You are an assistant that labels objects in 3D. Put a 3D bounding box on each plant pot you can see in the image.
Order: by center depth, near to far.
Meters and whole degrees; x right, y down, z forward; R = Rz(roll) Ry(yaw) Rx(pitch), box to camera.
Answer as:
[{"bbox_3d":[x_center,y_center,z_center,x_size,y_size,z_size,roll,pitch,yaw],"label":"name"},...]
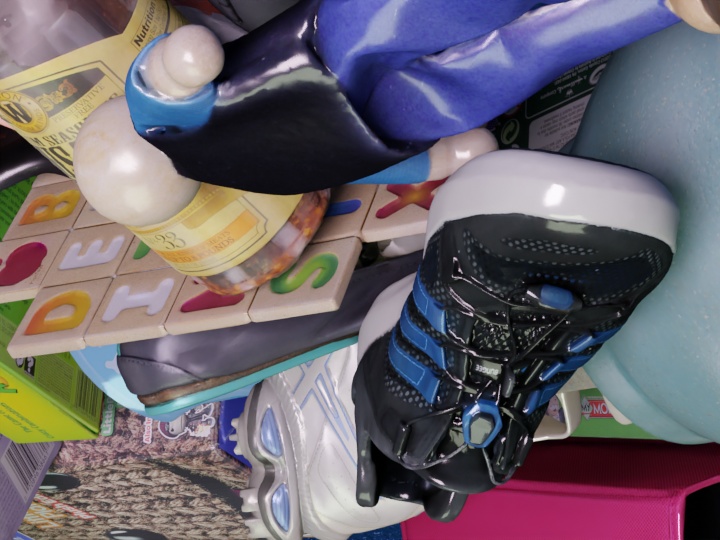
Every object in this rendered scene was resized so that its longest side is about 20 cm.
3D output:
[{"bbox_3d":[0.145,-0.017,0.684,0.200,0.201,0.134,22,144,-38],"label":"plant pot"}]

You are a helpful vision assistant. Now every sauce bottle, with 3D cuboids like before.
[{"bbox_3d":[-0.091,-0.069,0.635,0.066,0.066,0.200,-16,135,39],"label":"sauce bottle"}]

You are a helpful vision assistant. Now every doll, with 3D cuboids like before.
[{"bbox_3d":[0.001,-0.052,0.561,0.200,0.049,0.136,-20,159,30],"label":"doll"}]

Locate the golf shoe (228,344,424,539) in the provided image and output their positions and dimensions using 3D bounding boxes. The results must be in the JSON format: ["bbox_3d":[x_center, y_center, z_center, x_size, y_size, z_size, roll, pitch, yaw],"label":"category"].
[{"bbox_3d":[-0.012,0.014,0.850,0.097,0.201,0.078,-8,-165,13],"label":"golf shoe"}]

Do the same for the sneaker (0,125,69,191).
[{"bbox_3d":[-0.178,-0.063,0.775,0.199,0.090,0.078,-1,157,9],"label":"sneaker"}]

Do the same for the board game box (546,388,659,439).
[{"bbox_3d":[0.177,0.056,0.970,0.134,0.029,0.200,-8,-179,-30],"label":"board game box"}]

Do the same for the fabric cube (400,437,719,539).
[{"bbox_3d":[0.157,0.171,0.945,0.200,0.197,0.199,-10,-176,-36],"label":"fabric cube"}]

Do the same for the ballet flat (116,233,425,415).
[{"bbox_3d":[0.000,0.000,0.777,0.199,0.073,0.073,-14,164,-22],"label":"ballet flat"}]

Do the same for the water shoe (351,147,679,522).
[{"bbox_3d":[0.045,0.028,0.621,0.071,0.079,0.200,10,160,-8],"label":"water shoe"}]

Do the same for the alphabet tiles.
[{"bbox_3d":[-0.046,-0.034,0.750,0.199,0.167,0.006,-9,128,27],"label":"alphabet tiles"}]

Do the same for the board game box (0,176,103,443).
[{"bbox_3d":[-0.176,-0.002,0.906,0.047,0.102,0.200,-6,156,19],"label":"board game box"}]

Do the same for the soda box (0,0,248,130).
[{"bbox_3d":[-0.117,-0.091,0.689,0.200,0.064,0.068,21,112,-31],"label":"soda box"}]

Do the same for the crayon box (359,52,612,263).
[{"bbox_3d":[0.102,-0.022,0.878,0.172,0.058,0.200,19,153,-34],"label":"crayon box"}]

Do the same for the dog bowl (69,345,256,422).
[{"bbox_3d":[-0.048,0.021,0.947,0.200,0.112,0.050,21,138,-35],"label":"dog bowl"}]

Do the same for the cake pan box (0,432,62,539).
[{"bbox_3d":[-0.222,0.078,0.925,0.052,0.200,0.184,-4,130,24],"label":"cake pan box"}]

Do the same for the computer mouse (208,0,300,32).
[{"bbox_3d":[-0.062,-0.115,0.649,0.140,0.046,0.200,28,-176,17],"label":"computer mouse"}]

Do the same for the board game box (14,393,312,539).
[{"bbox_3d":[-0.127,0.085,1.114,0.199,0.097,0.159,-8,155,24],"label":"board game box"}]

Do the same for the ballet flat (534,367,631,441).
[{"bbox_3d":[0.094,0.037,0.852,0.200,0.062,0.067,-11,-162,42],"label":"ballet flat"}]
